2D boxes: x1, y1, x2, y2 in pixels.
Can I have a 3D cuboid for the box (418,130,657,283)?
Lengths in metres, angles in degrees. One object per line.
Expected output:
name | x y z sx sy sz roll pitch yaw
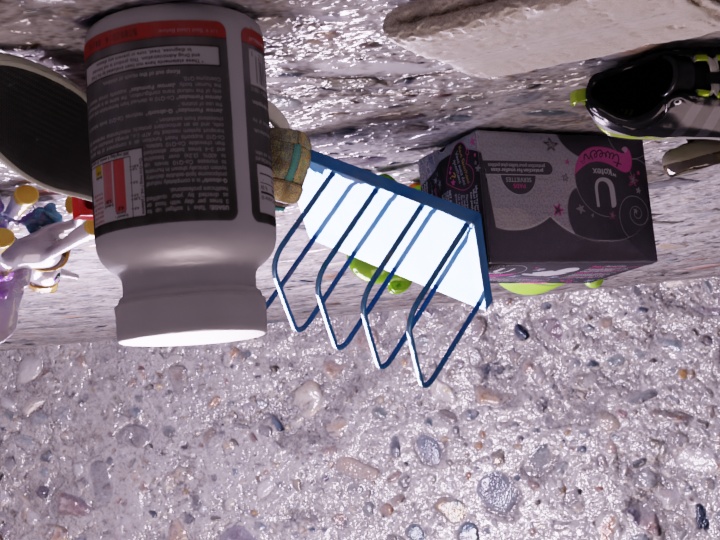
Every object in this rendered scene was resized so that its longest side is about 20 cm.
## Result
box | 0.173 -0.060 1.336 0.199 0.133 0.115 0 170 -29

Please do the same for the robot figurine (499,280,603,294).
robot figurine | 0.215 -0.034 1.657 0.175 0.116 0.200 9 171 -8

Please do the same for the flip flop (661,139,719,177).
flip flop | 0.296 -0.123 1.156 0.081 0.058 0.200 -22 -177 33

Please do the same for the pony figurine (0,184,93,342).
pony figurine | -0.366 -0.012 1.425 0.192 0.167 0.200 -9 161 -29

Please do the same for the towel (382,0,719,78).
towel | 0.126 -0.162 0.862 0.199 0.035 0.132 -7 172 32

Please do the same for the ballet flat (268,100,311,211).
ballet flat | -0.099 -0.105 0.989 0.070 0.071 0.200 1 -158 -40

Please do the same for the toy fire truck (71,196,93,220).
toy fire truck | -0.173 -0.063 1.270 0.199 0.049 0.141 -1 171 -22

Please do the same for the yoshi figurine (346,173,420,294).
yoshi figurine | 0.041 -0.037 1.434 0.112 0.112 0.200 30 -163 9

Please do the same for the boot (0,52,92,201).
boot | -0.219 -0.103 0.990 0.200 0.073 0.144 31 -177 -38

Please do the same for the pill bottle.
pill bottle | -0.112 -0.057 0.869 0.115 0.201 0.116 -4 173 0

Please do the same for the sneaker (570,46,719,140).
sneaker | 0.257 -0.132 1.032 0.199 0.072 0.083 -8 171 26

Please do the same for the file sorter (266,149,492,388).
file sorter | 0.000 0.000 1.242 0.199 0.123 0.139 22 153 24
